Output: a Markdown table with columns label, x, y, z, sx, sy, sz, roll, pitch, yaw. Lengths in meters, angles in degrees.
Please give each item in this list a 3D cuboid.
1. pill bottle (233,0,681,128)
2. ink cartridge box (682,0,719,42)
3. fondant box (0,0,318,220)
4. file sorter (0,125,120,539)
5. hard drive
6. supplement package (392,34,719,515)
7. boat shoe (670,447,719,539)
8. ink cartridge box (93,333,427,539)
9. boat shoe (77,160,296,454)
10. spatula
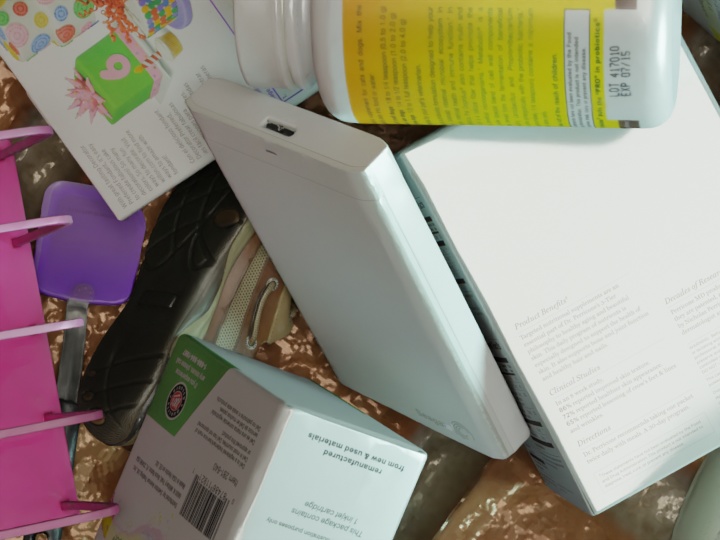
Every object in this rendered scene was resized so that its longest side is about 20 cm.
| label | x | y | z | sx | sy | sz | roll | pitch | yaw |
| --- | --- | --- | --- | --- | --- | --- | --- | --- | --- |
| pill bottle | 0.046 | -0.121 | 1.138 | 0.200 | 0.109 | 0.110 | 1 | 90 | 10 |
| ink cartridge box | 0.194 | -0.177 | 1.224 | 0.083 | 0.145 | 0.200 | -38 | 57 | -5 |
| fondant box | -0.080 | -0.139 | 1.245 | 0.200 | 0.058 | 0.144 | -32 | 100 | 18 |
| file sorter | -0.205 | 0.037 | 1.204 | 0.139 | 0.125 | 0.200 | -10 | 89 | -24 |
| hard drive | 0.000 | 0.000 | 1.209 | 0.026 | 0.132 | 0.200 | -45 | 132 | -21 |
| supplement package | 0.124 | -0.005 | 1.257 | 0.152 | 0.151 | 0.200 | -28 | 92 | -4 |
| boat shoe | 0.193 | 0.170 | 1.304 | 0.059 | 0.072 | 0.200 | 21 | 92 | -10 |
| ink cartridge box | -0.067 | 0.149 | 1.182 | 0.084 | 0.145 | 0.200 | 22 | 92 | -27 |
| boat shoe | -0.072 | 0.012 | 1.287 | 0.074 | 0.076 | 0.200 | 38 | 76 | -36 |
| spatula | -0.153 | 0.054 | 1.298 | 0.056 | 0.021 | 0.200 | 8 | 90 | 1 |
